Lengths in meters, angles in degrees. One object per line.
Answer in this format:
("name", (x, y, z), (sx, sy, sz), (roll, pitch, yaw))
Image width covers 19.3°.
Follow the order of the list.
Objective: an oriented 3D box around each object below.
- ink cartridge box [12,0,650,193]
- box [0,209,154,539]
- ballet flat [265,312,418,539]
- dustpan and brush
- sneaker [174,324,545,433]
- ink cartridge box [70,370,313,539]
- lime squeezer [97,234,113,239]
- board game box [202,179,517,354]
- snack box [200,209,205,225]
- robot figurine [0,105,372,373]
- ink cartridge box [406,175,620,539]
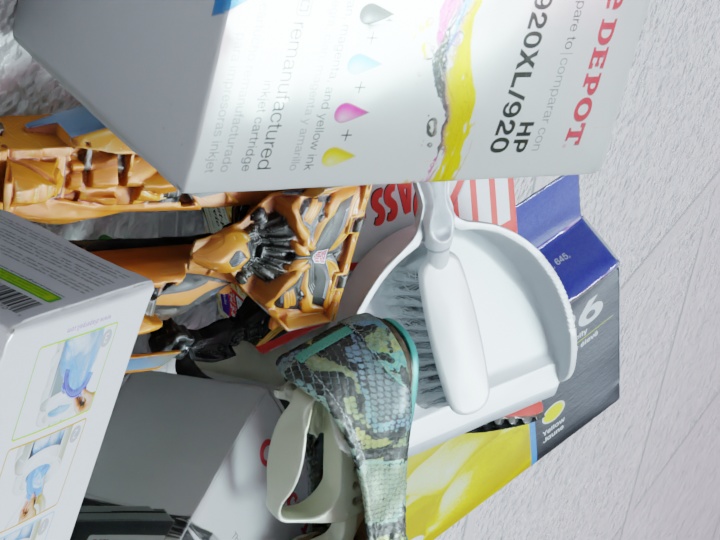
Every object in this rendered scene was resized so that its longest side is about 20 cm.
("ink cartridge box", (-0.004, -0.126, 0.817), (0.200, 0.145, 0.147), (-4, 120, -36))
("box", (-0.173, 0.079, 0.784), (0.101, 0.112, 0.200), (-20, 132, -65))
("ballet flat", (-0.013, 0.112, 0.966), (0.074, 0.074, 0.200), (-40, 135, -50))
("dustpan and brush", (0.034, 0.002, 0.984), (0.139, 0.057, 0.200), (-22, 115, -19))
("sneaker", (0.001, 0.031, 1.069), (0.070, 0.200, 0.094), (159, -65, -64))
("ink cartridge box", (-0.092, 0.167, 0.981), (0.200, 0.084, 0.145), (-60, 143, -33))
("lime squeezer", (-0.157, 0.069, 0.925), (0.200, 0.038, 0.071), (-63, 160, -8))
("board game box", (-0.005, -0.078, 0.981), (0.151, 0.046, 0.200), (-26, 130, -22))
("snack box", (0.000, 0.000, 1.131), (0.142, 0.053, 0.200), (-33, 144, -15))
("robot figurine", (-0.078, -0.014, 0.894), (0.200, 0.058, 0.145), (-4, 122, -34))
("ink cartridge box", (0.061, 0.063, 1.180), (0.198, 0.047, 0.200), (-34, 150, -15))
